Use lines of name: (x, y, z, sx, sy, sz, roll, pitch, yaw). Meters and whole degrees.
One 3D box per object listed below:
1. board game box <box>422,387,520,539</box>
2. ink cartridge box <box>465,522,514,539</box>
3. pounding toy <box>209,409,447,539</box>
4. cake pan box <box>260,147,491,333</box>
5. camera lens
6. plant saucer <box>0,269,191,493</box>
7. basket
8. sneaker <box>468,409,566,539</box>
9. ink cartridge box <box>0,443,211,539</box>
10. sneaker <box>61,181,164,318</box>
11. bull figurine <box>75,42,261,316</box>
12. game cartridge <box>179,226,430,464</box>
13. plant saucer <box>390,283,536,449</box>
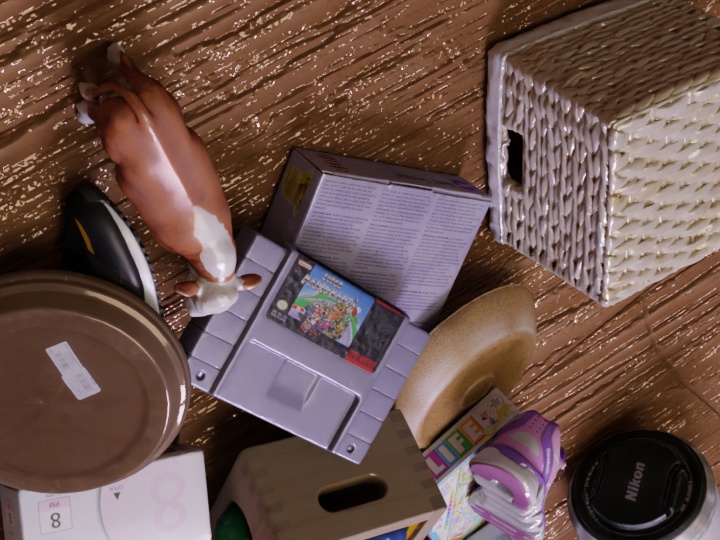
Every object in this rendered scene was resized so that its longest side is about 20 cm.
board game box: (0.107, 0.202, 1.337, 0.134, 0.034, 0.200, -40, 153, -7)
ink cartridge box: (0.128, 0.345, 1.464, 0.099, 0.039, 0.200, -32, 146, -17)
pounding toy: (-0.050, 0.245, 1.179, 0.199, 0.143, 0.184, -11, 149, -29)
cake pan box: (0.000, 0.000, 1.143, 0.199, 0.052, 0.185, 5, 118, -39)
camera lens: (0.323, 0.284, 1.512, 0.160, 0.160, 0.200, -38, 136, -10)
plant saucer: (-0.222, 0.089, 0.987, 0.199, 0.030, 0.201, -2, 123, -4)
basket: (0.230, -0.107, 1.168, 0.199, 0.161, 0.199, -24, 131, -25)
sneaker: (0.152, 0.190, 1.270, 0.089, 0.080, 0.200, -55, 161, -21)
ink cartridge box: (-0.199, 0.253, 1.111, 0.162, 0.057, 0.201, -8, 92, -34)
sneaker: (-0.197, 0.034, 0.999, 0.090, 0.070, 0.201, -28, 135, -23)
bull figurine: (-0.134, -0.060, 0.945, 0.065, 0.121, 0.201, -30, 133, -16)
game cartridge: (-0.043, 0.061, 1.074, 0.200, 0.038, 0.130, 31, 92, -37)
plant saucer: (0.097, 0.099, 1.254, 0.200, 0.035, 0.201, -33, 151, -21)
